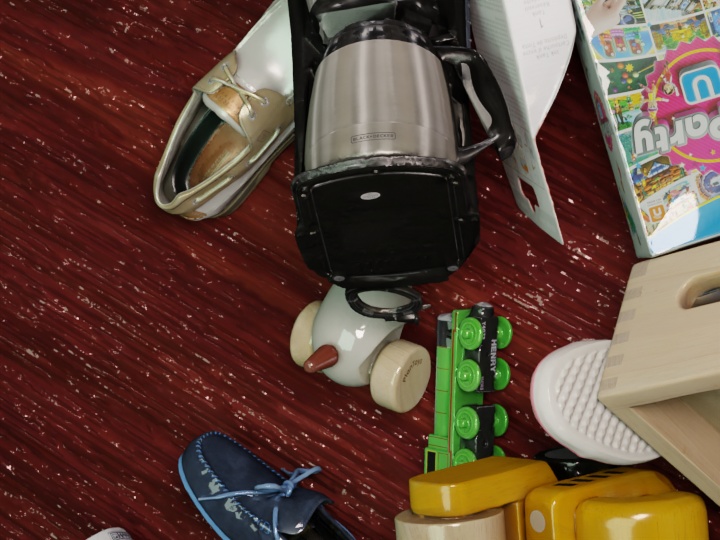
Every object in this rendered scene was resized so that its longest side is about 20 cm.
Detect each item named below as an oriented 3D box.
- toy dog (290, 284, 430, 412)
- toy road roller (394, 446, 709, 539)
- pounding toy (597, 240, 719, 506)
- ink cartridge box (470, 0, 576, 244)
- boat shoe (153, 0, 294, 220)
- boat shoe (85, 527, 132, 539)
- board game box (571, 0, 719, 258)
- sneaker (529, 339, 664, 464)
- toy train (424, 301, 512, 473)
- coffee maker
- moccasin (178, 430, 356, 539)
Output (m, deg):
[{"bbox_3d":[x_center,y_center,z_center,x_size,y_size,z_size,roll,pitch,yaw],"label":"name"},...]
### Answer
[{"bbox_3d":[0.000,0.000,1.462,0.131,0.096,0.201,-4,92,28],"label":"toy dog"},{"bbox_3d":[0.133,0.183,1.363,0.146,0.199,0.124,1,97,51],"label":"toy road roller"},{"bbox_3d":[0.286,0.050,1.270,0.199,0.143,0.184,-17,133,44],"label":"pounding toy"},{"bbox_3d":[0.109,-0.129,1.362,0.047,0.160,0.201,-15,101,-3],"label":"ink cartridge box"},{"bbox_3d":[-0.078,-0.116,1.511,0.075,0.068,0.201,39,113,19],"label":"boat shoe"},{"bbox_3d":[-0.233,0.283,1.650,0.199,0.073,0.068,-41,62,18],"label":"boat shoe"},{"bbox_3d":[0.214,-0.124,1.314,0.147,0.064,0.201,-17,90,-2],"label":"board game box"},{"bbox_3d":[0.150,0.087,1.343,0.104,0.200,0.076,-12,80,42],"label":"sneaker"},{"bbox_3d":[0.071,0.121,1.475,0.056,0.042,0.201,6,95,48],"label":"toy train"},{"bbox_3d":[0.007,-0.101,1.361,0.192,0.134,0.201,121,152,-56],"label":"coffee maker"},{"bbox_3d":[-0.040,0.180,1.532,0.200,0.080,0.068,40,129,5],"label":"moccasin"}]
